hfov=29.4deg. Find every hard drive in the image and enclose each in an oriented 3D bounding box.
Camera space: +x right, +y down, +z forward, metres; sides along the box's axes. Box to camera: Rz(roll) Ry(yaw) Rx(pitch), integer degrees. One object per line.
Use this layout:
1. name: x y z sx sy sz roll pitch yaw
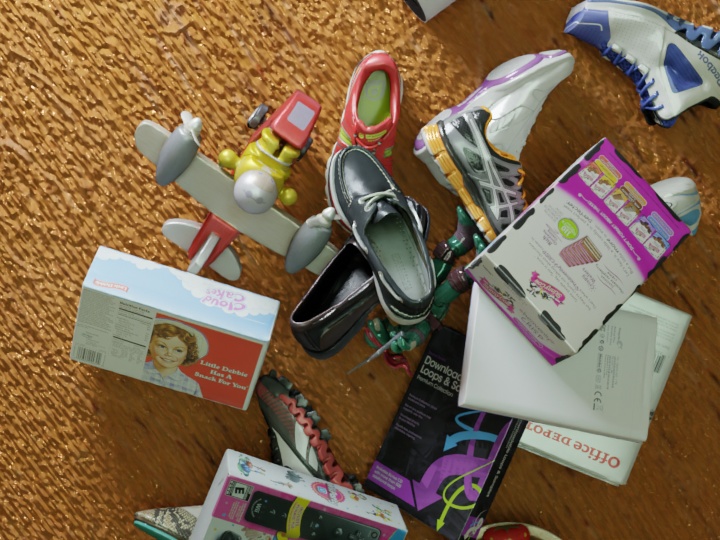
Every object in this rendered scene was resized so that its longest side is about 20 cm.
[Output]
1. hard drive: 0.204 0.093 1.406 0.199 0.025 0.133 12 74 -12

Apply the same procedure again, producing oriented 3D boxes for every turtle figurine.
1. turtle figurine: 0.055 0.026 1.474 0.200 0.101 0.150 -39 53 9

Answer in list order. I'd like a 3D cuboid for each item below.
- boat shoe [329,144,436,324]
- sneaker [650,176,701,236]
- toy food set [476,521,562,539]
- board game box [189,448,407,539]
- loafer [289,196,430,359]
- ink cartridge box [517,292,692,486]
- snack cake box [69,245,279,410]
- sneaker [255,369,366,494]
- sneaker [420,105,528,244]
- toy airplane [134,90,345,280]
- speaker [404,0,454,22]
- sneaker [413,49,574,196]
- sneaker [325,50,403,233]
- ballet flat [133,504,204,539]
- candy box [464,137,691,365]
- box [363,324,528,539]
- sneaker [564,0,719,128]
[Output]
1. boat shoe: 0.027 -0.046 1.382 0.075 0.060 0.201 -23 75 -15
2. sneaker: 0.275 -0.049 1.498 0.199 0.072 0.073 -12 101 0
3. toy food set: 0.160 0.373 1.475 0.198 0.049 0.200 -36 94 -2
4. board game box: -0.072 0.291 1.427 0.199 0.064 0.148 19 102 -15
5. loafer: 0.000 0.000 1.420 0.072 0.063 0.200 28 76 38
6. ink cartridge box: 0.250 0.112 1.493 0.146 0.083 0.201 22 90 -4
7. snack cake box: -0.196 0.062 1.442 0.199 0.067 0.115 17 130 -4
8. sneaker: -0.070 0.208 1.482 0.098 0.071 0.201 -30 95 -4
9. sneaker: 0.143 -0.083 1.438 0.077 0.078 0.200 -33 112 5
10. toy airplane: -0.123 -0.076 1.431 0.199 0.141 0.200 -10 99 -8
11. speaker: 0.124 -0.355 1.469 0.200 0.081 0.081 -37 94 -2
12. sneaker: 0.156 -0.162 1.492 0.200 0.075 0.100 -37 108 3
13. sneaker: 0.004 -0.136 1.467 0.077 0.085 0.201 5 91 -2
14. ballet flat: -0.152 0.302 1.491 0.200 0.068 0.075 40 68 -10
15. candy box: 0.222 -0.020 1.397 0.200 0.061 0.136 -42 89 -25
16. box: 0.100 0.173 1.468 0.143 0.036 0.201 24 89 40
17. sneaker: 0.316 -0.218 1.487 0.198 0.081 0.116 15 89 -6
